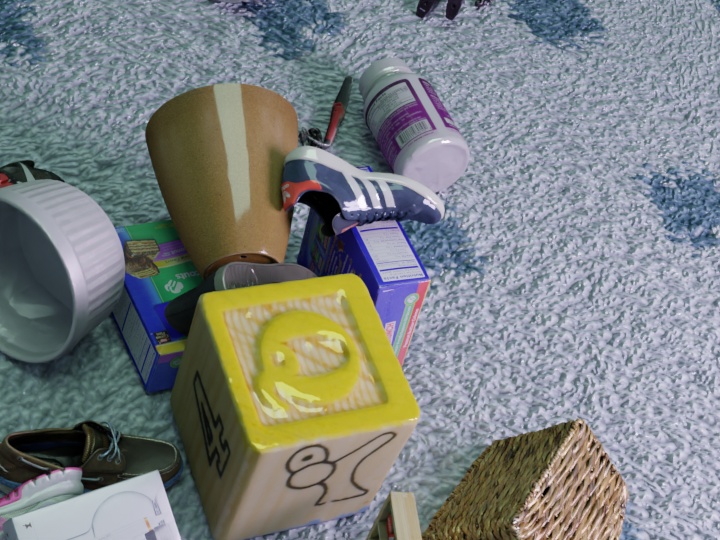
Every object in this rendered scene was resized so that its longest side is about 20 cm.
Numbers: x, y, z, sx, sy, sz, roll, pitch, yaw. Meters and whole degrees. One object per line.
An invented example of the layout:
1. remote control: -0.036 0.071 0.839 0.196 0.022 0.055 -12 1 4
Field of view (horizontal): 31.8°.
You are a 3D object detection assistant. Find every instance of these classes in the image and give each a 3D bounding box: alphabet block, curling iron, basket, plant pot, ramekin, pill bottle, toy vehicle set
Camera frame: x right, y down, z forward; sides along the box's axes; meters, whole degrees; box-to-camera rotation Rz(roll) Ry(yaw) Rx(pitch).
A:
1. alphabet block: -0.077 0.146 1.350 0.195 0.200 0.197 -9 56 -27
2. curling iron: -0.042 -0.237 1.874 0.049 0.026 0.200 25 43 0
3. basket: 0.193 0.286 1.425 0.143 0.149 0.200 55 45 -12
4. plant pot: -0.150 -0.085 1.488 0.186 0.187 0.201 0 60 -20
5. ramekin: -0.357 -0.007 1.417 0.200 0.201 0.105 36 37 16
6. pill bottle: 0.070 -0.214 1.833 0.112 0.112 0.200 -6 50 -25
7. toy vehicle set: 0.038 0.340 1.268 0.026 0.124 0.200 5 45 -16

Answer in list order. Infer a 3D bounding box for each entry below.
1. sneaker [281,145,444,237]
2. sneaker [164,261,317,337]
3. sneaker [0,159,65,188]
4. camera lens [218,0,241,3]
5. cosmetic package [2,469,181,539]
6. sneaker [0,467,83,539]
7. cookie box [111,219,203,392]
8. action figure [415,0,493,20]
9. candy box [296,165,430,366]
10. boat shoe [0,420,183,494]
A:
1. sneaker: 0.000 -0.071 1.463 0.199 0.075 0.085 16 68 -13
2. sneaker: -0.123 0.038 1.442 0.200 0.106 0.075 16 59 -49
3. sneaker: -0.385 -0.069 1.550 0.200 0.071 0.098 41 50 22
4. camera lens: -0.171 -0.532 2.019 0.160 0.160 0.200 31 45 11
5. cosmetic package: -0.234 0.308 1.197 0.150 0.052 0.201 -16 80 -29
6. sneaker: -0.353 0.265 1.227 0.199 0.081 0.089 -21 84 -16
7. cookie box: -0.206 0.033 1.514 0.171 0.075 0.200 -11 53 -31
8. action figure: 0.166 -0.495 2.179 0.130 0.070 0.200 22 39 12
9. candy box: 0.000 0.000 1.555 0.077 0.169 0.200 -8 51 -23
10. boat shoe: -0.280 0.198 1.326 0.199 0.073 0.072 -1 48 -22
